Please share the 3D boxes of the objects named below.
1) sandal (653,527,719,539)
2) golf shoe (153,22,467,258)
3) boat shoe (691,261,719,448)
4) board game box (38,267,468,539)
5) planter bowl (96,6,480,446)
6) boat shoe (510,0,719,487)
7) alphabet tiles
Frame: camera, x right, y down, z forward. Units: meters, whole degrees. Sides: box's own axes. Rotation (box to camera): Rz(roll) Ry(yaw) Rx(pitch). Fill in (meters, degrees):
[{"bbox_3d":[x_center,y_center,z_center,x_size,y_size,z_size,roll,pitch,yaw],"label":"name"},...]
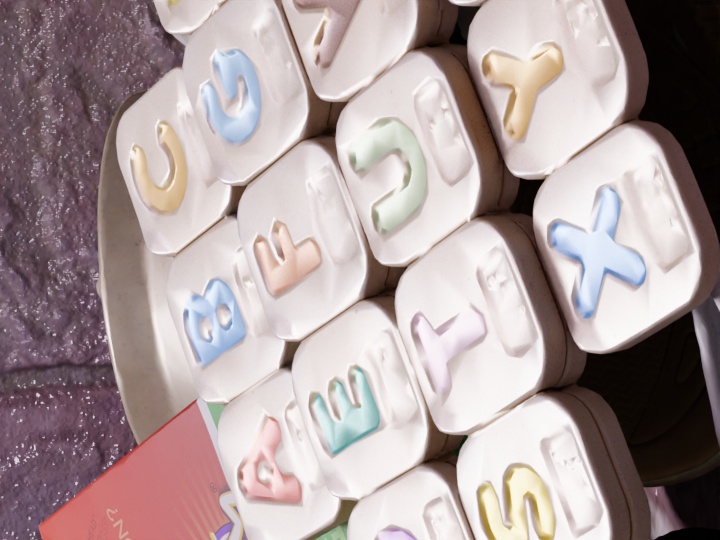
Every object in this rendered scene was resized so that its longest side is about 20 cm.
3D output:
[{"bbox_3d":[0.087,0.095,0.750,0.200,0.045,0.075,-4,105,69],"label":"sandal"},{"bbox_3d":[-0.011,-0.089,0.800,0.077,0.088,0.200,51,-147,-44],"label":"golf shoe"},{"bbox_3d":[0.098,0.093,0.618,0.074,0.065,0.201,142,125,-82],"label":"boat shoe"},{"bbox_3d":[0.000,0.098,0.779,0.200,0.040,0.153,-39,73,54],"label":"board game box"},{"bbox_3d":[0.000,0.000,0.898,0.200,0.134,0.201,-7,-90,-78],"label":"planter bowl"},{"bbox_3d":[0.076,-0.033,0.773,0.066,0.074,0.200,48,-144,-57],"label":"boat shoe"},{"bbox_3d":[0.002,-0.016,0.677,0.196,0.015,0.200,-35,72,53],"label":"alphabet tiles"}]
